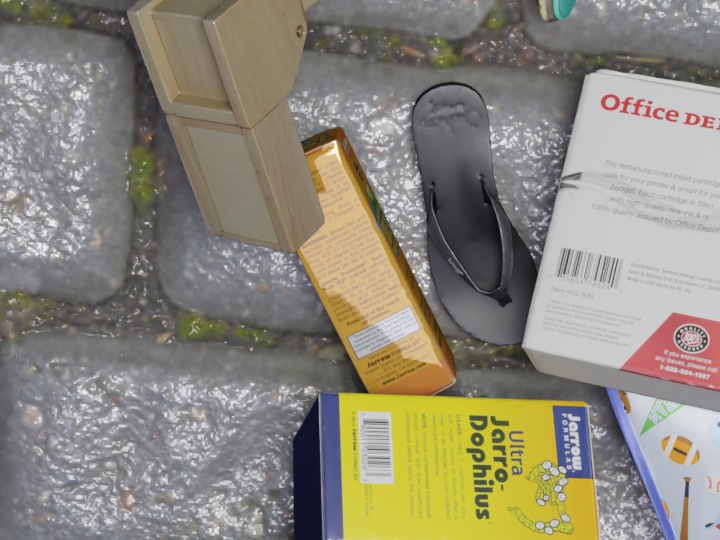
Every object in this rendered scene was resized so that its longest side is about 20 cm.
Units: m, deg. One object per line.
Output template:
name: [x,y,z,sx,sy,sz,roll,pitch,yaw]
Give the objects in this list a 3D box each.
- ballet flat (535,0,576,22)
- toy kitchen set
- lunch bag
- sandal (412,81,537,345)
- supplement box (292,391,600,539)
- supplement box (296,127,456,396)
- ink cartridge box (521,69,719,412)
ballet flat: [0.134,-0.276,1.121,0.071,0.072,0.203,11,104,-2]
toy kitchen set: [-0.072,-0.155,1.125,0.162,0.200,0.182,13,134,38]
lunch bag: [0.269,0.093,1.173,0.169,0.124,0.202,-23,96,9]
sandal: [0.078,-0.035,1.187,0.075,0.043,0.202,-17,103,6]
supplement box: [0.058,0.158,1.164,0.197,0.109,0.111,3,66,-12]
supplement box: [0.000,0.000,1.187,0.068,0.067,0.201,-27,103,8]
ink cartridge box: [0.205,-0.020,1.111,0.145,0.083,0.202,12,78,17]
